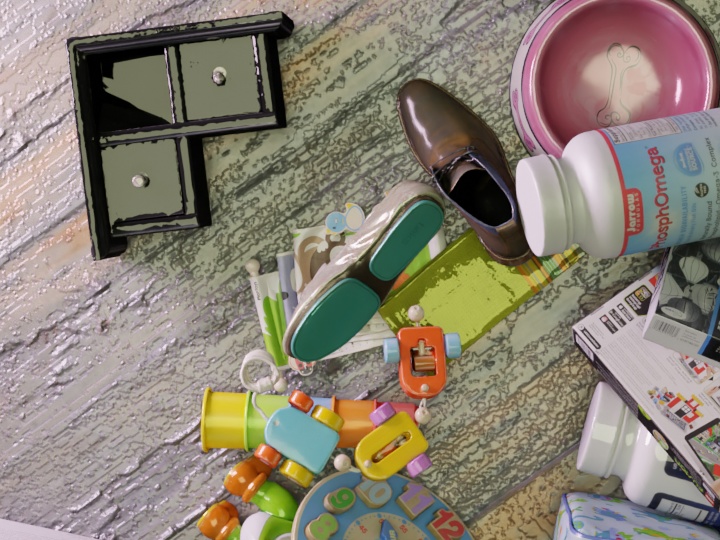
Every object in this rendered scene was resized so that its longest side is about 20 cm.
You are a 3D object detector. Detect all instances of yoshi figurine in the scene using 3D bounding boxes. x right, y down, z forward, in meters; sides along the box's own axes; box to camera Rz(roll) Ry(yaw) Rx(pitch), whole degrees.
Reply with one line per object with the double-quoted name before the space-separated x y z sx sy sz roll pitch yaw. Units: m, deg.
"yoshi figurine" -0.043 0.261 1.593 0.200 0.113 0.112 37 57 15

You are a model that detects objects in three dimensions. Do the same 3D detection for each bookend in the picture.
"bookend" -0.152 -0.120 1.573 0.197 0.092 0.202 -6 93 4

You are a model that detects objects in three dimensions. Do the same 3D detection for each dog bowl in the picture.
"dog bowl" 0.232 -0.164 1.553 0.199 0.074 0.202 0 92 5

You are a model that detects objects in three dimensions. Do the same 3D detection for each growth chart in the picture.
"growth chart" -0.008 0.013 1.605 0.199 0.018 0.146 -19 91 3

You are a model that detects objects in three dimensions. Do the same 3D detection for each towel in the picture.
"towel" 0.115 0.004 1.585 0.200 0.018 0.086 -39 91 0

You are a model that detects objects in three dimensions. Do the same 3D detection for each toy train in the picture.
"toy train" -0.005 0.118 1.547 0.199 0.056 0.151 -8 78 -6

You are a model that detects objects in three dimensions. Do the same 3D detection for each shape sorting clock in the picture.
"shape sorting clock" 0.030 0.262 1.538 0.200 0.200 0.039 41 129 2

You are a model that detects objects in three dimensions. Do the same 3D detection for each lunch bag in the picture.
"lunch bag" 0.247 0.253 1.503 0.160 0.200 0.083 9 93 3

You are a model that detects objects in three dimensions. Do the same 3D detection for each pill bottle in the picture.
"pill bottle" 0.298 0.164 1.541 0.199 0.111 0.112 16 93 3
"pill bottle" 0.237 -0.070 1.459 0.199 0.109 0.110 -11 91 -7

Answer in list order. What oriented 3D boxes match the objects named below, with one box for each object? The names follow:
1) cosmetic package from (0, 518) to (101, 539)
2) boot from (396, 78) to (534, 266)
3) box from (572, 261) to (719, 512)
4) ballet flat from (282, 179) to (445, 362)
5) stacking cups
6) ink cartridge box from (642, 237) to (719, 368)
"cosmetic package" -0.313 0.327 1.548 0.165 0.200 0.169 12 92 4
"boot" 0.093 -0.100 1.540 0.075 0.097 0.201 -35 75 2
"box" 0.285 0.096 1.487 0.110 0.035 0.200 -34 63 -9
"ballet flat" 0.000 0.000 1.570 0.200 0.062 0.067 -46 125 2
"stacking cups" -0.045 0.144 1.595 0.198 0.061 0.061 4 92 2
"ink cartridge box" 0.313 -0.004 1.505 0.099 0.201 0.039 20 137 3
